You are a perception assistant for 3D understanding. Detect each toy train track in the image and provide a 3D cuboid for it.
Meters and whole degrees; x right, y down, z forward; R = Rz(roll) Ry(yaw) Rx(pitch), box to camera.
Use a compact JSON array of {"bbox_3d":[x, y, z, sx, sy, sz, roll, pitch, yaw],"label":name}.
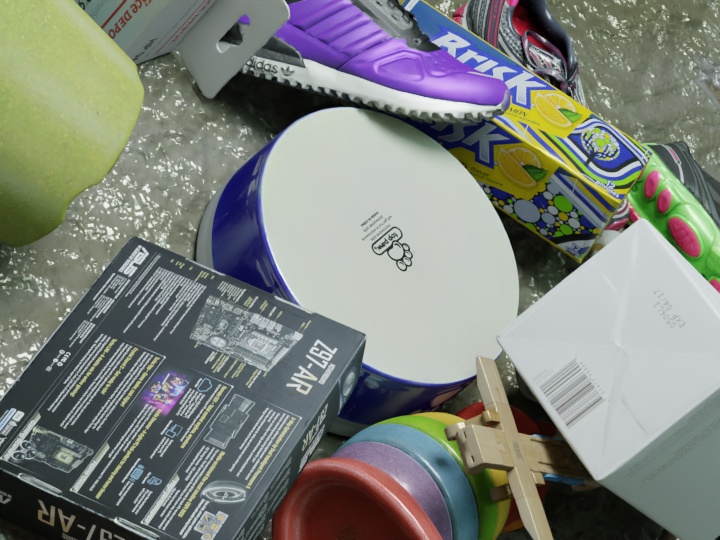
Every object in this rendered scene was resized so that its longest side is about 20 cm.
[{"bbox_3d":[0.096,0.115,1.419,0.200,0.032,0.115,17,52,-62],"label":"toy train track"}]

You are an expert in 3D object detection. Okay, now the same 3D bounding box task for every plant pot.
[{"bbox_3d":[-0.230,-0.116,1.353,0.184,0.200,0.201,37,47,-27],"label":"plant pot"}]

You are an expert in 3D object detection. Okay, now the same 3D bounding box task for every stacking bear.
[{"bbox_3d":[0.046,0.138,1.451,0.200,0.121,0.114,-23,86,-52],"label":"stacking bear"}]

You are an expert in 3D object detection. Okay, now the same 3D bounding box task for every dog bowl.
[{"bbox_3d":[0.000,0.000,1.512,0.200,0.079,0.201,19,53,-27],"label":"dog bowl"}]

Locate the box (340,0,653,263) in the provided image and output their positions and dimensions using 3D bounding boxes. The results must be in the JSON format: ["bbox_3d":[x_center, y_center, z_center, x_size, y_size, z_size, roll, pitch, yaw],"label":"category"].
[{"bbox_3d":[0.091,-0.097,1.616,0.200,0.070,0.064,33,47,4],"label":"box"}]

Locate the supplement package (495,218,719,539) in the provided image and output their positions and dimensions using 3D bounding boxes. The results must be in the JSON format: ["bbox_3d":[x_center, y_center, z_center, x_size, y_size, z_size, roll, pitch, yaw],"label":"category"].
[{"bbox_3d":[0.194,0.076,1.485,0.121,0.120,0.200,55,10,31],"label":"supplement package"}]

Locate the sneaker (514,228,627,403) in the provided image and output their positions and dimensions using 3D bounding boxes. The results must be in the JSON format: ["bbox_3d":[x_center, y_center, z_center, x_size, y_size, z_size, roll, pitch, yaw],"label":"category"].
[{"bbox_3d":[0.162,0.028,1.629,0.200,0.074,0.116,3,60,-46],"label":"sneaker"}]

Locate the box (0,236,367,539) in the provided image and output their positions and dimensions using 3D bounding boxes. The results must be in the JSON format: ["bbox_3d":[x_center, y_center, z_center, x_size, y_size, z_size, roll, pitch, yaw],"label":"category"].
[{"bbox_3d":[-0.109,0.082,1.359,0.160,0.044,0.200,22,46,12],"label":"box"}]

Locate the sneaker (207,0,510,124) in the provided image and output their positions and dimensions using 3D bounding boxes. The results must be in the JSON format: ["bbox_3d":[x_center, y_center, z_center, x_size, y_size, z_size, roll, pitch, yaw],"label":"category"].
[{"bbox_3d":[0.006,-0.157,1.543,0.199,0.070,0.100,15,92,6],"label":"sneaker"}]

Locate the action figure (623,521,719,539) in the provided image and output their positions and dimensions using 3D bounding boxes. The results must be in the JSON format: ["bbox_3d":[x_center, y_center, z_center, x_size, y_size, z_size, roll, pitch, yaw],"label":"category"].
[{"bbox_3d":[0.256,0.191,1.598,0.200,0.069,0.130,-27,90,-39],"label":"action figure"}]

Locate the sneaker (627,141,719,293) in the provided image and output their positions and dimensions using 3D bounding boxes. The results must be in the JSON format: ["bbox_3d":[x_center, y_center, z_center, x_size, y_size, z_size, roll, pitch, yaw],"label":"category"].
[{"bbox_3d":[0.264,-0.013,1.721,0.084,0.077,0.200,-28,83,-39],"label":"sneaker"}]

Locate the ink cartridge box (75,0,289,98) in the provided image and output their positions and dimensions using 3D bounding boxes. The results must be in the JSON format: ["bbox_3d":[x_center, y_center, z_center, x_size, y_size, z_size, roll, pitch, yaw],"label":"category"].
[{"bbox_3d":[-0.143,-0.208,1.507,0.068,0.116,0.200,-26,80,-42],"label":"ink cartridge box"}]

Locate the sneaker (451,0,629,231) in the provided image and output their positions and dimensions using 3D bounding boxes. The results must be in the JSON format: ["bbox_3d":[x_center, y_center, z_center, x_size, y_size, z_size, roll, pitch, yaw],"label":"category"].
[{"bbox_3d":[0.131,-0.114,1.684,0.081,0.075,0.200,-21,78,-42],"label":"sneaker"}]
